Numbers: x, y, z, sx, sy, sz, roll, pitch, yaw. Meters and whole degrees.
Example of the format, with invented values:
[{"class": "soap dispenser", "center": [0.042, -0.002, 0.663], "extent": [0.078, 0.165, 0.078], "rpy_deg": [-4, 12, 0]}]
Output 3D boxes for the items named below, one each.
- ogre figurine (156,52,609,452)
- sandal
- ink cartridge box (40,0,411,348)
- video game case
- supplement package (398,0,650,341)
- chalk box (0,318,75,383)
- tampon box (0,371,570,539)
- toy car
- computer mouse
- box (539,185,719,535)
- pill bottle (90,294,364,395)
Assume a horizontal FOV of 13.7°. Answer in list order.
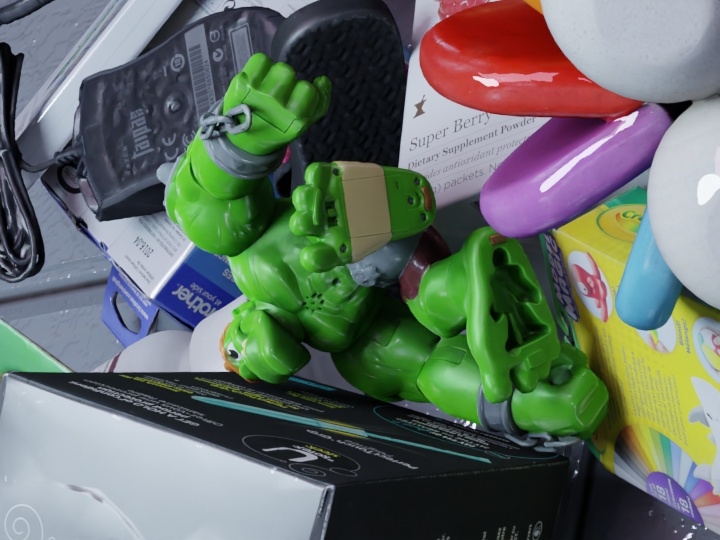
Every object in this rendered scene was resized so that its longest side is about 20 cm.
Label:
[{"class": "ogre figurine", "center": [0.000, 0.000, 1.168], "extent": [0.120, 0.199, 0.099], "rpy_deg": [-10, 62, 56]}, {"class": "sandal", "center": [-0.006, -0.050, 1.310], "extent": [0.075, 0.201, 0.045], "rpy_deg": [-16, 46, -11]}, {"class": "ink cartridge box", "center": [-0.066, -0.052, 1.440], "extent": [0.200, 0.076, 0.136], "rpy_deg": [-50, 40, 3]}, {"class": "video game case", "center": [-0.115, -0.132, 1.519], "extent": [0.200, 0.024, 0.182], "rpy_deg": [-50, 9, 5]}, {"class": "supplement package", "center": [0.101, -0.093, 1.269], "extent": [0.121, 0.120, 0.201], "rpy_deg": [-20, 50, 36]}, {"class": "chalk box", "center": [-0.169, 0.122, 1.246], "extent": [0.125, 0.124, 0.201], "rpy_deg": [33, 99, 33]}, {"class": "tampon box", "center": [-0.037, 0.117, 1.146], "extent": [0.149, 0.200, 0.127], "rpy_deg": [16, 97, 28]}, {"class": "toy car", "center": [0.101, -0.066, 1.047], "extent": [0.149, 0.201, 0.175], "rpy_deg": [-23, 14, 19]}, {"class": "computer mouse", "center": [-0.102, -0.088, 1.389], "extent": [0.199, 0.046, 0.141], "rpy_deg": [-26, 67, 29]}, {"class": "box", "center": [0.143, 0.046, 1.134], "extent": [0.048, 0.118, 0.200], "rpy_deg": [-29, 33, -26]}, {"class": "pill bottle", "center": [-0.098, 0.095, 1.342], "extent": [0.199, 0.109, 0.110], "rpy_deg": [-33, 44, 24]}]
